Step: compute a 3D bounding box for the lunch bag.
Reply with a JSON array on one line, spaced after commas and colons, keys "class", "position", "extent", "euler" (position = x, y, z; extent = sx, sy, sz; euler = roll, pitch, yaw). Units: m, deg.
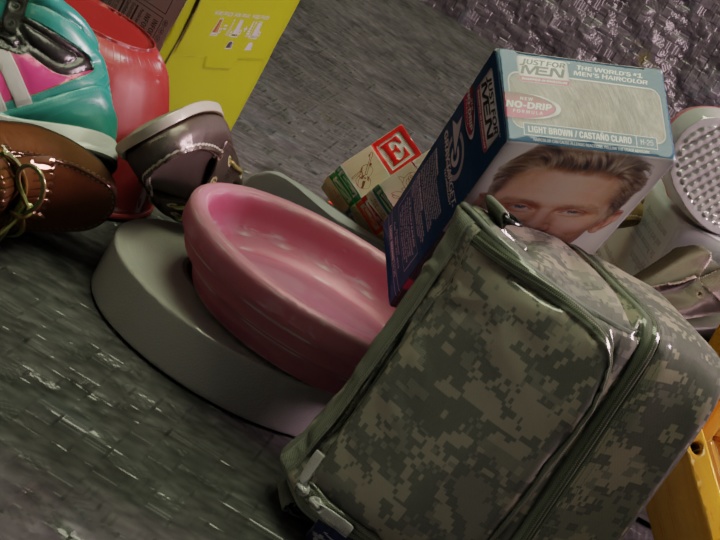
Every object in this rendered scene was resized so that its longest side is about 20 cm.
[{"class": "lunch bag", "position": [0.068, 0.074, 0.986], "extent": [0.167, 0.201, 0.139], "euler": [28, 14, -27]}]

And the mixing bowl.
[{"class": "mixing bowl", "position": [-0.209, -0.134, 1.290], "extent": [0.199, 0.109, 0.200], "euler": [29, 15, -8]}]

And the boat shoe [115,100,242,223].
[{"class": "boat shoe", "position": [-0.111, -0.064, 1.195], "extent": [0.200, 0.071, 0.060], "euler": [73, -7, -86]}]

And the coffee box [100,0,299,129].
[{"class": "coffee box", "position": [-0.180, -0.236, 1.492], "extent": [0.197, 0.201, 0.199], "euler": [35, 16, 16]}]

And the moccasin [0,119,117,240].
[{"class": "moccasin", "position": [-0.225, -0.052, 1.069], "extent": [0.201, 0.074, 0.078], "euler": [18, 28, -48]}]

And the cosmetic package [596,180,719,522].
[{"class": "cosmetic package", "position": [0.236, 0.063, 1.322], "extent": [0.164, 0.201, 0.165], "euler": [27, 16, -8]}]

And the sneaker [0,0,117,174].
[{"class": "sneaker", "position": [-0.243, -0.134, 1.145], "extent": [0.199, 0.084, 0.122], "euler": [12, 66, -30]}]

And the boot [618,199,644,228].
[{"class": "boot", "position": [0.135, 0.016, 1.221], "extent": [0.073, 0.157, 0.199], "euler": [-15, -5, 38]}]

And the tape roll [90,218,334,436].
[{"class": "tape roll", "position": [-0.072, 0.035, 1.146], "extent": [0.202, 0.037, 0.203], "euler": [28, 15, -8]}]

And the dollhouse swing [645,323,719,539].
[{"class": "dollhouse swing", "position": [0.300, 0.106, 1.133], "extent": [0.199, 0.176, 0.183], "euler": [-3, 66, -23]}]

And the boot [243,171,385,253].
[{"class": "boot", "position": [0.000, 0.000, 1.331], "extent": [0.200, 0.074, 0.095], "euler": [44, 12, 22]}]

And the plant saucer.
[{"class": "plant saucer", "position": [-0.026, 0.019, 1.116], "extent": [0.200, 0.051, 0.201], "euler": [30, 15, -8]}]

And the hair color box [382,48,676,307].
[{"class": "hair color box", "position": [0.089, -0.043, 1.039], "extent": [0.099, 0.200, 0.061], "euler": [5, 62, -16]}]

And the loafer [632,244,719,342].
[{"class": "loafer", "position": [0.199, 0.024, 1.171], "extent": [0.199, 0.073, 0.071], "euler": [-1, 62, -28]}]

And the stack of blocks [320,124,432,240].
[{"class": "stack of blocks", "position": [0.036, -0.043, 1.344], "extent": [0.115, 0.058, 0.200], "euler": [56, -9, -1]}]

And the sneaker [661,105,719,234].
[{"class": "sneaker", "position": [0.244, -0.074, 1.256], "extent": [0.200, 0.076, 0.105], "euler": [20, 17, -45]}]
